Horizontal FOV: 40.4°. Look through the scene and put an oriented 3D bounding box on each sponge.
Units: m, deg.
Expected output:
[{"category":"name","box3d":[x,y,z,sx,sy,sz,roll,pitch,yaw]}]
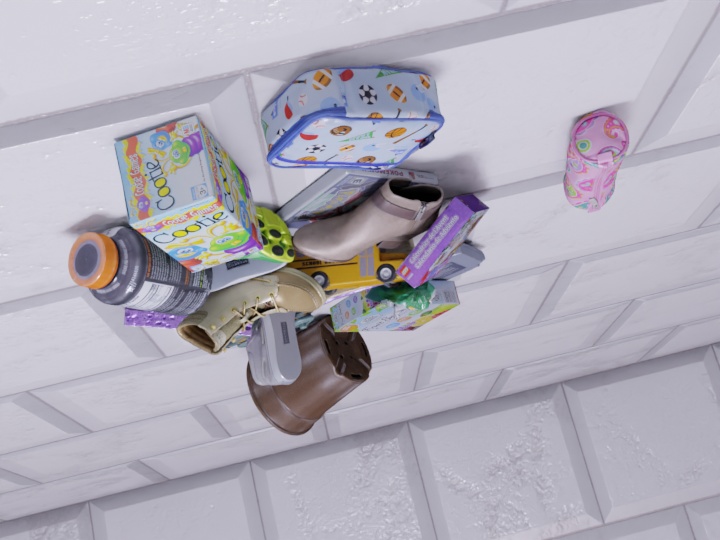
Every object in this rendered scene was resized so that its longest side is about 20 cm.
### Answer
[{"category":"sponge","box3d":[-0.274,0.074,1.558,0.197,0.030,0.112,6,-174,-12]}]

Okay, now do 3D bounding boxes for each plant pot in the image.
[{"category":"plant pot","box3d":[-0.094,0.203,1.992,0.197,0.202,0.199,-34,155,29]}]

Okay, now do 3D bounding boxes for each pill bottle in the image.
[{"category":"pill bottle","box3d":[-0.302,0.000,1.339,0.105,0.107,0.199,-24,160,26]}]

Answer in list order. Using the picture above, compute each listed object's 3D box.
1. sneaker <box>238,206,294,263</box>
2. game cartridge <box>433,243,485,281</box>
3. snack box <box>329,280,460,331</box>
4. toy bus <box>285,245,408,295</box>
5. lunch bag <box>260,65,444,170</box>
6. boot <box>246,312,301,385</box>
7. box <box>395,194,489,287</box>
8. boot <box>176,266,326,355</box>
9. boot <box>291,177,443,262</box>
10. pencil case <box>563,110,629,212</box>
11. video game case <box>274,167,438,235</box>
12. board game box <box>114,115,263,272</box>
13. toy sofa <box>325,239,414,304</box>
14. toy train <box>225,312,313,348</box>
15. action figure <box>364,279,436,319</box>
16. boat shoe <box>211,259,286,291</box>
[{"category":"sneaker","box3d":[-0.182,-0.048,1.356,0.198,0.075,0.083,12,153,-32]},{"category":"game cartridge","box3d":[0.114,-0.002,1.774,0.198,0.041,0.133,-24,163,25]},{"category":"snack box","box3d":[0.064,0.066,1.794,0.198,0.054,0.142,2,154,-40]},{"category":"toy bus","box3d":[-0.021,-0.008,1.513,0.197,0.079,0.065,-7,171,13]},{"category":"lunch bag","box3d":[-0.008,-0.167,1.131,0.198,0.077,0.160,-1,160,-34]},{"category":"boot","box3d":[-0.153,0.087,1.590,0.073,0.203,0.095,4,167,-44]},{"category":"box","box3d":[0.125,-0.048,1.448,0.137,0.039,0.200,-53,172,12]},{"category":"boot","box3d":[-0.163,0.062,1.452,0.198,0.156,0.073,9,132,31]},{"category":"boot","box3d":[0.016,-0.077,1.370,0.198,0.071,0.146,-6,154,-28]},{"category":"pencil case","box3d":[0.341,-0.154,1.424,0.086,0.088,0.200,-15,161,3]},{"category":"video game case","box3d":[-0.015,-0.096,1.416,0.181,0.023,0.199,2,155,-42]},{"category":"board game box","box3d":[-0.199,-0.085,1.170,0.102,0.106,0.200,-17,163,6]},{"category":"toy sofa","box3d":[0.000,0.000,1.590,0.198,0.099,0.083,-18,161,8]},{"category":"toy train","box3d":[-0.167,0.076,1.686,0.198,0.086,0.114,-22,169,13]},{"category":"action figure","box3d":[0.078,0.040,1.541,0.117,0.055,0.200,-23,-175,-5]},{"category":"boat shoe","box3d":[-0.194,-0.007,1.457,0.197,0.075,0.065,-7,179,12]}]
